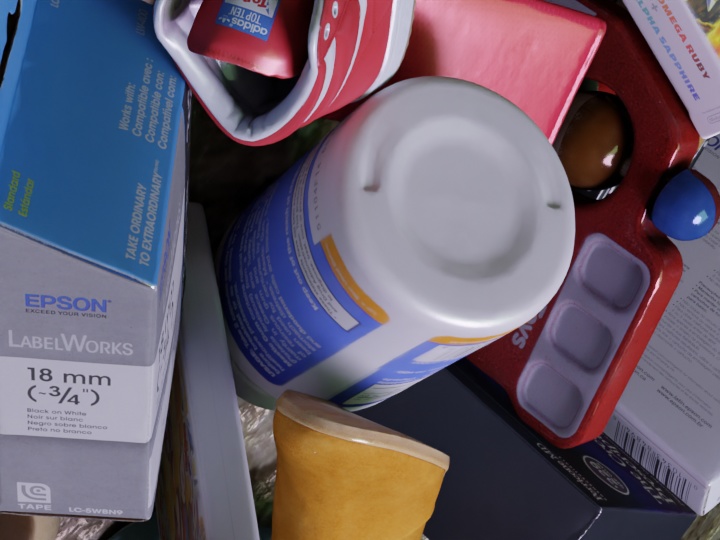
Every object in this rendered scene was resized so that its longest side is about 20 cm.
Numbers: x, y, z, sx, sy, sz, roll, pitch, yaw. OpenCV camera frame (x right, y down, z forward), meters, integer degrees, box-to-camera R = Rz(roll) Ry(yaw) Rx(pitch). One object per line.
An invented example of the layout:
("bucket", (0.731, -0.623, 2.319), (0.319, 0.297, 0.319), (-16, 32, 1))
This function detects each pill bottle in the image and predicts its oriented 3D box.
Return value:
("pill bottle", (0.000, 0.000, 0.824), (0.112, 0.112, 0.200), (-31, 179, -31))

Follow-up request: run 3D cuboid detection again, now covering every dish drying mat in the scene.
("dish drying mat", (0.010, -0.097, 0.799), (0.200, 0.018, 0.077), (9, 117, -30))

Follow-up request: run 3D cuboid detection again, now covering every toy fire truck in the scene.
("toy fire truck", (0.094, -0.035, 0.916), (0.112, 0.168, 0.200), (-8, 130, -51))

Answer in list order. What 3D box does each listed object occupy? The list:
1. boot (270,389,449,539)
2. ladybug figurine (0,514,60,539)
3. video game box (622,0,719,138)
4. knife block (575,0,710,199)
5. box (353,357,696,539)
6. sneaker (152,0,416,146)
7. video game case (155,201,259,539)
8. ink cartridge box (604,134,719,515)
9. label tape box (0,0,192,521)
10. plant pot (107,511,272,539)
("boot", (-0.017, 0.135, 0.812), (0.144, 0.071, 0.201), (-65, 163, -7))
("ladybug figurine", (-0.195, 0.094, 0.762), (0.136, 0.072, 0.200), (-41, 151, -18))
("video game box", (0.192, -0.190, 0.877), (0.200, 0.182, 0.047), (-35, -175, -26))
("knife block", (0.162, -0.111, 1.033), (0.176, 0.064, 0.200), (-36, 149, -26))
("box", (0.063, 0.093, 0.992), (0.079, 0.200, 0.141), (-56, 152, 14))
("sneaker", (-0.021, -0.142, 0.674), (0.112, 0.071, 0.200), (-42, 140, -54))
("video game case", (-0.074, 0.102, 0.834), (0.023, 0.200, 0.182), (-3, 135, -12))
("ink cartridge box", (0.195, 0.017, 1.095), (0.200, 0.196, 0.043), (-35, 150, -24))
("label tape box", (-0.098, -0.023, 0.687), (0.063, 0.144, 0.200), (5, 136, -3))
("plant pot", (-0.056, 0.227, 1.011), (0.200, 0.200, 0.196), (-49, 144, -1))
